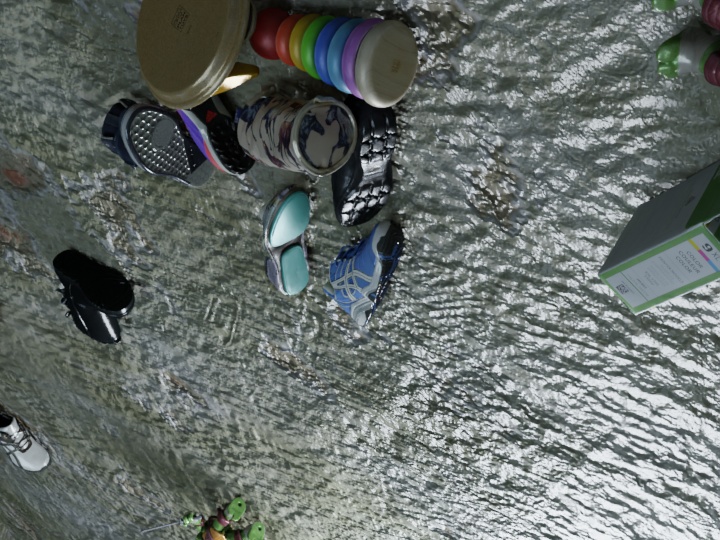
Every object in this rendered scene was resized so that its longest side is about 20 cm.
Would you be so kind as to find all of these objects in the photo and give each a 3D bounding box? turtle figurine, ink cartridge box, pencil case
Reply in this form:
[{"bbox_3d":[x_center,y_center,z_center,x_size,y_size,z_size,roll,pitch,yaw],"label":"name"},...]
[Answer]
[{"bbox_3d":[-0.298,0.547,2.361,0.193,0.198,0.146,-35,65,37],"label":"turtle figurine"},{"bbox_3d":[0.309,-0.041,1.050,0.059,0.104,0.200,43,148,-7],"label":"ink cartridge box"},{"bbox_3d":[-0.072,-0.154,1.283,0.199,0.077,0.091,21,126,63],"label":"pencil case"},{"bbox_3d":[0.286,-0.140,0.876,0.143,0.201,0.194,26,-169,-46],"label":"turtle figurine"}]

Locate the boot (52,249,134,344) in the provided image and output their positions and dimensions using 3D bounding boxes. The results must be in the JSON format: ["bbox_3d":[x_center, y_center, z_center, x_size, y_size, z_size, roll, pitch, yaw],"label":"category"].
[{"bbox_3d":[-0.442,0.065,2.007,0.197,0.073,0.164,30,146,30],"label":"boot"}]

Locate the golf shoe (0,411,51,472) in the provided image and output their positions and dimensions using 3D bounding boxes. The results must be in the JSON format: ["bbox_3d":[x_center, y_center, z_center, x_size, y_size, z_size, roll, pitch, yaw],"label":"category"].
[{"bbox_3d":[-0.833,0.411,2.850,0.199,0.078,0.095,35,148,7],"label":"golf shoe"}]

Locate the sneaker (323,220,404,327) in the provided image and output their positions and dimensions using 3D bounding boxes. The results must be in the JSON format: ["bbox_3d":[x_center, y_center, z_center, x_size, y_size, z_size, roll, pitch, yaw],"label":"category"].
[{"bbox_3d":[0.000,0.000,1.454,0.076,0.076,0.201,31,146,5],"label":"sneaker"}]

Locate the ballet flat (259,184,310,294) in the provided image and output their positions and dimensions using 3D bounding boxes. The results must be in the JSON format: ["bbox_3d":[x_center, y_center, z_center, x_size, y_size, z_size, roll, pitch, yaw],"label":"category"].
[{"bbox_3d":[-0.104,-0.050,1.518,0.071,0.072,0.202,27,145,19],"label":"ballet flat"}]

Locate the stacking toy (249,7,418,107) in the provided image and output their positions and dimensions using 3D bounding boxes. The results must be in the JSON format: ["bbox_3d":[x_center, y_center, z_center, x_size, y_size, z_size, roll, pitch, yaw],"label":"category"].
[{"bbox_3d":[-0.038,-0.231,1.217,0.198,0.085,0.086,23,146,38],"label":"stacking toy"}]

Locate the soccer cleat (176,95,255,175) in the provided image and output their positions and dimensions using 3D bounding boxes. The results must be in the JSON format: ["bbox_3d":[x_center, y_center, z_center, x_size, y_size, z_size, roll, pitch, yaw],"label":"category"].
[{"bbox_3d":[-0.201,-0.202,1.431,0.073,0.068,0.201,11,139,55],"label":"soccer cleat"}]

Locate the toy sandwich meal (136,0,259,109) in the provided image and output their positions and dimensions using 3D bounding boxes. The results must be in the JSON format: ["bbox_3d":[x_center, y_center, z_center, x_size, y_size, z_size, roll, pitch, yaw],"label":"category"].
[{"bbox_3d":[-0.172,-0.261,1.272,0.203,0.209,0.070,4,177,44],"label":"toy sandwich meal"}]

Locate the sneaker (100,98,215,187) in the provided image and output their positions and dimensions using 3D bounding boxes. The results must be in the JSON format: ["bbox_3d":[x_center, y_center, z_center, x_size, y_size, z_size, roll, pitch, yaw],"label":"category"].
[{"bbox_3d":[-0.285,-0.176,1.484,0.145,0.078,0.202,29,176,22],"label":"sneaker"}]

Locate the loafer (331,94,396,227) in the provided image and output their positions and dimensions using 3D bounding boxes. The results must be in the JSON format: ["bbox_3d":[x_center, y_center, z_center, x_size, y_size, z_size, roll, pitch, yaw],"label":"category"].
[{"bbox_3d":[0.001,-0.126,1.317,0.202,0.067,0.071,102,150,-54],"label":"loafer"}]
